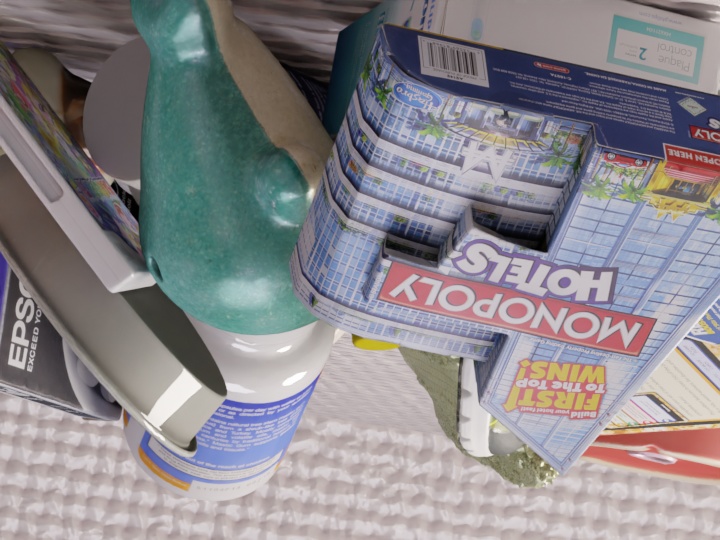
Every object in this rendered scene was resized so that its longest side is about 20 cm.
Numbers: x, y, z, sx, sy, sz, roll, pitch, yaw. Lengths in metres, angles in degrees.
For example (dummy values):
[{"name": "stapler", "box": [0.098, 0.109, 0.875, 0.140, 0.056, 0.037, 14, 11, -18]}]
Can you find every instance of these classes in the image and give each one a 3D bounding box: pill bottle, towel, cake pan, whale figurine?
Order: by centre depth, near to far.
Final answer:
[{"name": "whale figurine", "box": [-0.074, -0.056, 1.445, 0.159, 0.104, 0.201, 33, 151, 58]}, {"name": "cake pan", "box": [-0.138, 0.010, 1.552, 0.201, 0.037, 0.200, 52, -176, -5]}, {"name": "pill bottle", "box": [-0.063, -0.065, 1.626, 0.111, 0.112, 0.200, 5, 170, 34]}, {"name": "towel", "box": [0.055, 0.058, 1.735, 0.036, 0.149, 0.200, -32, -167, -9]}, {"name": "pill bottle", "box": [-0.078, 0.050, 1.801, 0.112, 0.112, 0.200, 12, 145, -10]}]

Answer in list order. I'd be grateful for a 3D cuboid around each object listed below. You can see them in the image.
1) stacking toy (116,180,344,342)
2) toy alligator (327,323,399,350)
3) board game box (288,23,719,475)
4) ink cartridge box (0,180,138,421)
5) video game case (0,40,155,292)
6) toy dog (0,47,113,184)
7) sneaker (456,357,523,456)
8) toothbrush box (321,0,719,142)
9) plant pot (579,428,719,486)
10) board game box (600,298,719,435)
[{"name": "stacking toy", "box": [-0.095, -0.034, 1.881, 0.146, 0.147, 0.200, 2, 156, 44]}, {"name": "toy alligator", "box": [0.000, 0.000, 1.583, 0.054, 0.060, 0.200, -1, 164, -3]}, {"name": "board game box", "box": [0.076, -0.001, 1.342, 0.199, 0.062, 0.200, 11, 129, -13]}, {"name": "ink cartridge box", "box": [-0.206, -0.020, 1.806, 0.043, 0.199, 0.200, 0, 168, 30]}, {"name": "video game case", "box": [-0.172, -0.074, 1.495, 0.200, 0.018, 0.143, 53, -177, 1]}, {"name": "toy dog", "box": [-0.227, -0.059, 1.670, 0.200, 0.194, 0.140, -28, 169, -34]}, {"name": "sneaker", "box": [0.092, 0.033, 1.460, 0.084, 0.075, 0.200, 3, 146, 2]}, {"name": "toothbrush box", "box": [0.074, -0.081, 1.437, 0.146, 0.086, 0.200, 13, 172, -13]}, {"name": "plant pot", "box": [0.190, 0.029, 1.723, 0.199, 0.178, 0.200, 11, 172, 1]}, {"name": "board game box", "box": [0.152, 0.034, 1.552, 0.199, 0.046, 0.151, -5, 148, 34]}]
